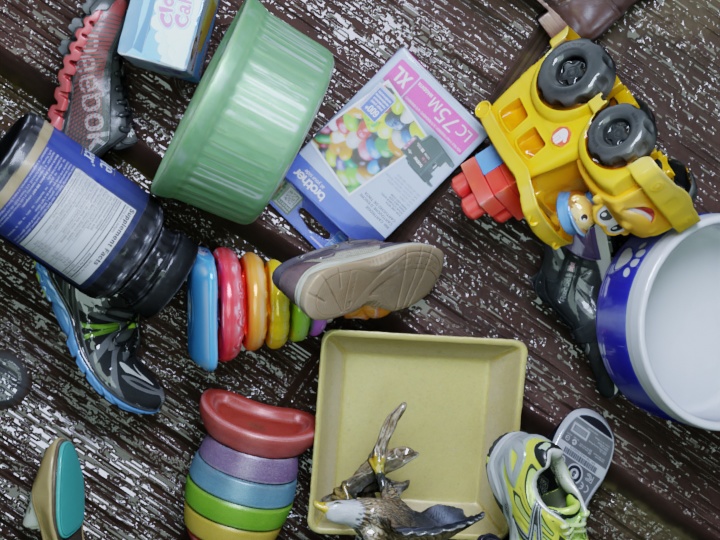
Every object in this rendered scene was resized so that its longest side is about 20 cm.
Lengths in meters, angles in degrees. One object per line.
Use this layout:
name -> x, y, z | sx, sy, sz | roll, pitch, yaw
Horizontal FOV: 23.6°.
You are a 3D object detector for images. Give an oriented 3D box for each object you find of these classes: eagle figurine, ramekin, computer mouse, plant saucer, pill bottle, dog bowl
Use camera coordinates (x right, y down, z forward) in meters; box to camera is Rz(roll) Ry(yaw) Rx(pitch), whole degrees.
eagle figurine -> 0.024, 0.239, 1.547 | 0.151, 0.200, 0.152 | -10, 121, -14
ramekin -> -0.105, -0.139, 1.572 | 0.098, 0.200, 0.200 | 27, 97, -10
computer mouse -> 0.183, 0.227, 1.667 | 0.110, 0.044, 0.200 | 36, 71, -20
plant saucer -> 0.052, 0.157, 1.670 | 0.200, 0.048, 0.200 | 4, 97, -7
pill bottle -> -0.253, -0.045, 1.577 | 0.200, 0.112, 0.112 | 36, 97, -18
dog bowl -> 0.322, 0.046, 1.605 | 0.200, 0.079, 0.200 | -1, 93, -25

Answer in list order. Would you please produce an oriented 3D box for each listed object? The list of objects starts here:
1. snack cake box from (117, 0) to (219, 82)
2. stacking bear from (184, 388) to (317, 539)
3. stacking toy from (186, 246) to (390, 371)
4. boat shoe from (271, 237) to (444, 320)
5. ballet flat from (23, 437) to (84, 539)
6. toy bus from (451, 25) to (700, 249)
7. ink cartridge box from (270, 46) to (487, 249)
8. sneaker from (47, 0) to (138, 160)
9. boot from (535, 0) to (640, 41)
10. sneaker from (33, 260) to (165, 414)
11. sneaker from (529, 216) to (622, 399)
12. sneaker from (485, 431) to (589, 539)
snack cake box -> -0.160, -0.281, 1.580 | 0.067, 0.115, 0.200 | 15, 91, -1
stacking bear -> -0.122, 0.234, 1.668 | 0.121, 0.114, 0.200 | 15, 102, -1
stacking toy -> -0.065, 0.031, 1.648 | 0.200, 0.116, 0.110 | -1, 101, -10
boat shoe -> 0.000, 0.000, 1.607 | 0.065, 0.200, 0.072 | 32, 119, 33
ballet flat -> -0.302, 0.265, 1.695 | 0.063, 0.069, 0.200 | -7, 97, 16
toy bus -> 0.185, -0.090, 1.567 | 0.192, 0.136, 0.200 | -35, 51, 10
ink cartridge box -> 0.013, -0.102, 1.651 | 0.119, 0.042, 0.200 | 45, 98, -4
sneaker -> -0.247, -0.165, 1.631 | 0.098, 0.071, 0.201 | 20, 100, -1
boot -> 0.224, -0.324, 1.602 | 0.200, 0.064, 0.186 | -35, 109, 9
sneaker -> -0.241, 0.049, 1.659 | 0.083, 0.071, 0.200 | -26, 94, 11
sneaker -> 0.211, 0.025, 1.658 | 0.087, 0.076, 0.200 | -6, 96, 19
sneaker -> 0.178, 0.246, 1.596 | 0.075, 0.076, 0.200 | -28, 100, -28
